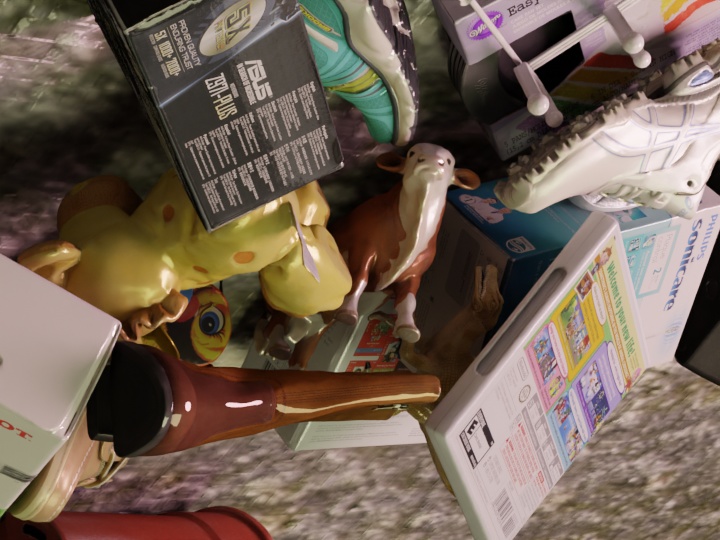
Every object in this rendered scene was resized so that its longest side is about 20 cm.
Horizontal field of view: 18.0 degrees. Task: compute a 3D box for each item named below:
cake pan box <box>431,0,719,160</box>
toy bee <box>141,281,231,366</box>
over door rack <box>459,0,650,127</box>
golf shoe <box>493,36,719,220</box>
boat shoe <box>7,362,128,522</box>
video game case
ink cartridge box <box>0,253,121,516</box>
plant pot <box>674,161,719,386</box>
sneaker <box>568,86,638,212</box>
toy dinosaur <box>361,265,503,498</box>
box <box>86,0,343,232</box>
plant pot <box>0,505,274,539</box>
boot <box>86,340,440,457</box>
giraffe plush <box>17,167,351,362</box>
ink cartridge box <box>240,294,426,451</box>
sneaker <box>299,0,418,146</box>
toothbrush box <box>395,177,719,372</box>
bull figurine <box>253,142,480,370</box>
[{"bbox_3d":[0.144,-0.172,1.463,0.200,0.052,0.184,-28,150,-2],"label":"cake pan box"},{"bbox_3d":[-0.126,0.032,1.463,0.200,0.109,0.131,-12,-166,-3],"label":"toy bee"},{"bbox_3d":[0.141,-0.166,1.350,0.148,0.067,0.200,-34,151,7],"label":"over door rack"},{"bbox_3d":[0.181,-0.070,1.460,0.200,0.097,0.078,-29,-176,-23],"label":"golf shoe"},{"bbox_3d":[-0.174,0.105,1.477,0.065,0.200,0.071,40,118,-13],"label":"boat shoe"},{"bbox_3d":[0.120,0.078,1.491,0.182,0.022,0.200,-50,151,-15],"label":"video game case"},{"bbox_3d":[-0.240,0.059,1.319,0.145,0.084,0.200,30,151,-9],"label":"ink cartridge box"},{"bbox_3d":[0.326,-0.014,1.755,0.177,0.200,0.200,5,139,-27],"label":"plant pot"},{"bbox_3d":[0.200,-0.096,1.566,0.200,0.073,0.071,-31,-166,-32],"label":"sneaker"},{"bbox_3d":[0.046,0.086,1.499,0.101,0.058,0.200,13,125,10],"label":"toy dinosaur"},{"bbox_3d":[-0.092,-0.144,1.170,0.086,0.164,0.200,-26,151,-5],"label":"box"},{"bbox_3d":[-0.189,0.266,1.738,0.195,0.201,0.201,16,129,-42],"label":"plant pot"},{"bbox_3d":[-0.051,0.081,1.340,0.200,0.069,0.188,1,168,-14],"label":"boot"},{"bbox_3d":[-0.110,-0.017,1.342,0.162,0.200,0.173,-25,114,8],"label":"giraffe plush"},{"bbox_3d":[0.036,0.035,1.645,0.200,0.084,0.176,2,124,-44],"label":"ink cartridge box"},{"bbox_3d":[-0.011,-0.138,1.373,0.080,0.078,0.200,-11,152,12],"label":"sneaker"},{"bbox_3d":[0.140,0.007,1.577,0.200,0.085,0.146,-14,134,-36],"label":"toothbrush box"},{"bbox_3d":[0.000,0.000,1.453,0.065,0.121,0.200,30,140,-20],"label":"bull figurine"}]
